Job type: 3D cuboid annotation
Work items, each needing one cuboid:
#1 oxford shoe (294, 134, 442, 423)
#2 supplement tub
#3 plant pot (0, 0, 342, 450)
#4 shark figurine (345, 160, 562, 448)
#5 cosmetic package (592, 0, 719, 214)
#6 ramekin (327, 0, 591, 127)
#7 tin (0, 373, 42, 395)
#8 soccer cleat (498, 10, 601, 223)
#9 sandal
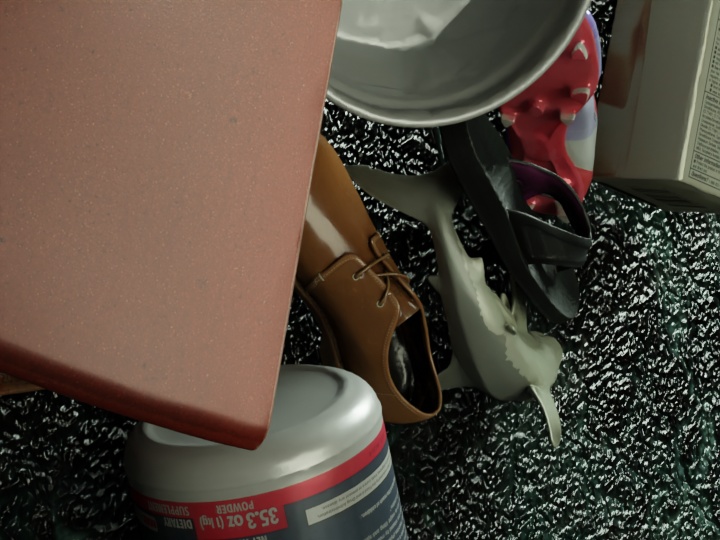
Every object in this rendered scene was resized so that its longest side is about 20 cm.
[{"bbox_3d":[0.000,0.000,1.088,0.071,0.071,0.201,-40,118,-32],"label":"oxford shoe"},{"bbox_3d":[-0.041,0.164,1.012,0.140,0.140,0.202,-25,110,-40],"label":"supplement tub"},{"bbox_3d":[-0.144,-0.046,0.817,0.175,0.199,0.202,11,89,-30],"label":"plant pot"},{"bbox_3d":[0.058,0.035,1.148,0.129,0.089,0.215,-91,155,-43],"label":"shark figurine"},{"bbox_3d":[0.229,-0.147,1.286,0.103,0.087,0.202,19,82,-42],"label":"cosmetic package"},{"bbox_3d":[0.024,-0.188,1.026,0.198,0.105,0.202,-5,109,-15],"label":"ramekin"},{"bbox_3d":[-0.204,0.005,0.912,0.199,0.042,0.113,-5,101,-43],"label":"tin"},{"bbox_3d":[0.117,-0.110,1.158,0.201,0.066,0.077,80,21,-55],"label":"soccer cleat"},{"bbox_3d":[0.104,-0.034,1.131,0.201,0.048,0.076,52,26,-48],"label":"sandal"}]
